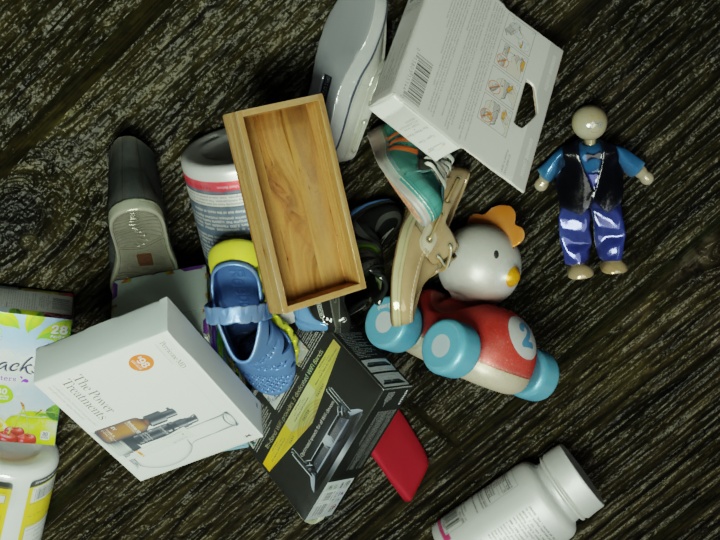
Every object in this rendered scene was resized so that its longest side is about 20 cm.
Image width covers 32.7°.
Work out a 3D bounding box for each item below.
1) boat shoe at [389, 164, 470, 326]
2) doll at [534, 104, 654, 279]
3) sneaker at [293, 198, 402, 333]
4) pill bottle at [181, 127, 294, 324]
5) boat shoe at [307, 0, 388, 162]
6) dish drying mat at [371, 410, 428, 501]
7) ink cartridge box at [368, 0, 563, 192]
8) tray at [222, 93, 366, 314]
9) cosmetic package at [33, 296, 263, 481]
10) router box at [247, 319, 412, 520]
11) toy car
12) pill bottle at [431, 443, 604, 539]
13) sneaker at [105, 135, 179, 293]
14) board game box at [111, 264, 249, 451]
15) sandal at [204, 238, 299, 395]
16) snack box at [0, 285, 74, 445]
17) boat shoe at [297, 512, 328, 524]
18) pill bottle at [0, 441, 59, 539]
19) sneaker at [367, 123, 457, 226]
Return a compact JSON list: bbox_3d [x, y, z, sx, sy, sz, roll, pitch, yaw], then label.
[{"bbox_3d":[0.074,-0.031,1.318,0.064,0.200,0.071,12,159,5],"label":"boat shoe"},{"bbox_3d":[0.269,-0.093,1.402,0.136,0.048,0.200,-8,112,3],"label":"doll"},{"bbox_3d":[0.000,0.000,1.326,0.083,0.200,0.071,16,136,19],"label":"sneaker"},{"bbox_3d":[-0.113,-0.044,1.306,0.119,0.120,0.200,-13,118,-5],"label":"pill bottle"},{"bbox_3d":[-0.004,-0.204,1.286,0.070,0.071,0.200,-1,116,-42],"label":"boat shoe"},{"bbox_3d":[0.023,0.188,1.487,0.018,0.077,0.200,-6,128,40],"label":"dish drying mat"},{"bbox_3d":[0.111,-0.195,1.244,0.176,0.200,0.045,34,146,-24],"label":"ink cartridge box"},{"bbox_3d":[-0.065,-0.067,1.215,0.099,0.037,0.200,-17,98,-30],"label":"tray"},{"bbox_3d":[-0.210,0.125,1.242,0.151,0.052,0.200,-23,135,12],"label":"cosmetic package"},{"bbox_3d":[-0.048,0.155,1.388,0.052,0.157,0.200,-1,129,-48],"label":"router box"},{"bbox_3d":[0.139,0.023,1.373,0.184,0.177,0.200,19,92,-45],"label":"toy car"},{"bbox_3d":[0.201,0.316,1.559,0.200,0.113,0.113,-36,118,8],"label":"pill bottle"},{"bbox_3d":[-0.233,-0.048,1.313,0.075,0.106,0.200,-2,147,-11],"label":"sneaker"},{"bbox_3d":[-0.193,0.104,1.335,0.105,0.103,0.200,-10,137,2],"label":"board game box"},{"bbox_3d":[-0.117,0.065,1.261,0.079,0.087,0.200,-7,133,14],"label":"sandal"},{"bbox_3d":[-0.425,0.099,1.343,0.200,0.068,0.169,7,115,-17],"label":"snack box"},{"bbox_3d":[-0.044,0.202,1.476,0.066,0.074,0.200,-12,101,-40],"label":"boat shoe"},{"bbox_3d":[-0.419,0.280,1.411,0.112,0.112,0.200,11,114,-17],"label":"pill bottle"},{"bbox_3d":[0.062,-0.117,1.259,0.080,0.200,0.071,-32,120,7],"label":"sneaker"}]
